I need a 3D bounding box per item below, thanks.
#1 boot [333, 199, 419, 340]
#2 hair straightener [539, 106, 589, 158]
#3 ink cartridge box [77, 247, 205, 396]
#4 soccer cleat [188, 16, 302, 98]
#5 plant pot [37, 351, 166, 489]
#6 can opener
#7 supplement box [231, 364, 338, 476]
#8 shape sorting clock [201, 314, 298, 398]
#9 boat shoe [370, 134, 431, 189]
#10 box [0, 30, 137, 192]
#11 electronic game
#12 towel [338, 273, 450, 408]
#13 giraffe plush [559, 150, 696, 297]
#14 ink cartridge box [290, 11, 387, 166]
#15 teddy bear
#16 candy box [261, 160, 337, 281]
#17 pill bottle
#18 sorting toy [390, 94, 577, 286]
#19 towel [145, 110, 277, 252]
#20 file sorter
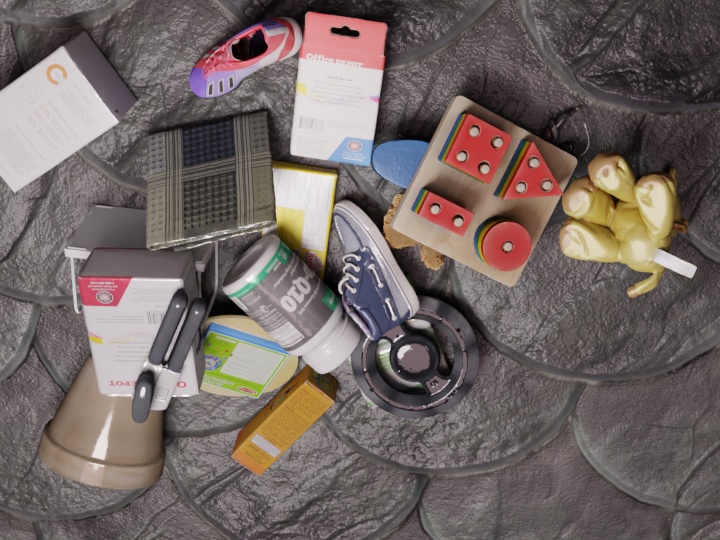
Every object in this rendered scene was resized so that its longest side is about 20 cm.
[{"bbox_3d":[0.000,0.000,1.493,0.090,0.073,0.201,-35,92,-24],"label":"boot"},{"bbox_3d":[0.262,-0.143,1.462,0.077,0.041,0.200,30,110,-10],"label":"hair straightener"},{"bbox_3d":[-0.301,0.072,1.436,0.147,0.086,0.201,1,124,2],"label":"ink cartridge box"},{"bbox_3d":[-0.170,-0.285,1.377,0.199,0.073,0.069,-18,91,35],"label":"soccer cleat"},{"bbox_3d":[-0.389,0.223,1.624,0.199,0.200,0.175,17,100,-4],"label":"plant pot"},{"bbox_3d":[-0.260,0.123,1.376,0.053,0.067,0.201,20,121,-12],"label":"can opener"},{"bbox_3d":[-0.122,0.241,1.663,0.069,0.067,0.200,37,114,-13],"label":"supplement box"},{"bbox_3d":[-0.197,0.134,1.607,0.199,0.039,0.201,-3,134,-3],"label":"shape sorting clock"},{"bbox_3d":[0.108,-0.140,1.439,0.199,0.069,0.085,10,99,-12],"label":"boat shoe"},{"bbox_3d":[-0.437,-0.223,1.443,0.199,0.098,0.125,-29,110,18],"label":"box"},{"bbox_3d":[0.083,0.132,1.577,0.199,0.042,0.201,1,106,4],"label":"electronic game"},{"bbox_3d":[0.045,0.111,1.610,0.148,0.031,0.201,-19,111,11],"label":"towel"},{"bbox_3d":[0.389,-0.077,1.421,0.200,0.162,0.173,41,122,8],"label":"giraffe plush"},{"bbox_3d":[-0.028,-0.255,1.409,0.115,0.067,0.201,9,117,0],"label":"ink cartridge box"},{"bbox_3d":[0.133,-0.059,1.488,0.199,0.067,0.145,4,141,15],"label":"teddy bear"},{"bbox_3d":[-0.096,-0.062,1.533,0.102,0.026,0.201,8,117,-2],"label":"candy box"},{"bbox_3d":[-0.098,0.053,1.515,0.113,0.113,0.200,-38,110,20],"label":"pill bottle"},{"bbox_3d":[0.175,-0.102,1.386,0.198,0.070,0.201,25,95,-14],"label":"sorting toy"},{"bbox_3d":[-0.210,-0.123,1.436,0.191,0.201,0.035,-10,150,8],"label":"towel"},{"bbox_3d":[-0.316,-0.002,1.521,0.199,0.139,0.125,7,120,1],"label":"file sorter"}]
